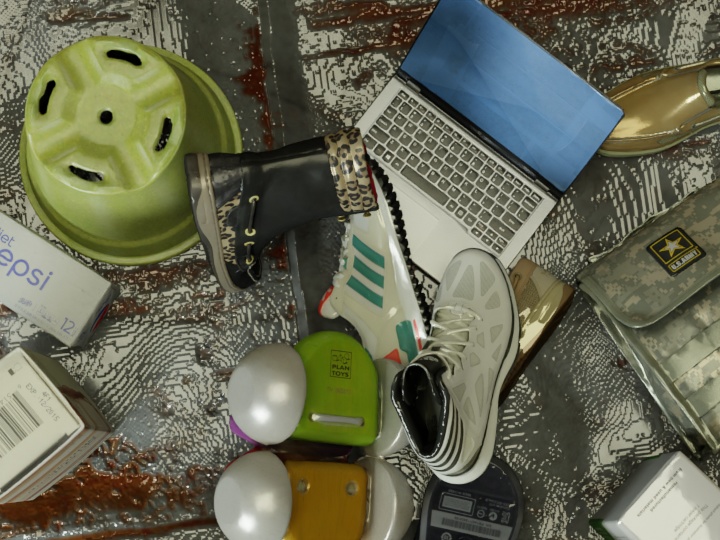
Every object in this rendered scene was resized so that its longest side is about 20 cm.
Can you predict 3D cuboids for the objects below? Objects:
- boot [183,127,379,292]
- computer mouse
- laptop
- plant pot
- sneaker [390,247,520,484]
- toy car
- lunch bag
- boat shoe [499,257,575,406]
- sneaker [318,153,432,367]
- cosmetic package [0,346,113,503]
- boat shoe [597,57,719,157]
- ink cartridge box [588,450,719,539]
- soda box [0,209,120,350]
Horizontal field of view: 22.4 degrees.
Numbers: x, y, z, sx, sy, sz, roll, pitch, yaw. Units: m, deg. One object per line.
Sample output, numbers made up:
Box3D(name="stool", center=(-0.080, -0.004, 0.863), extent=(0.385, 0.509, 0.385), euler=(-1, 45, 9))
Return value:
Box3D(name="boot", center=(-0.060, -0.051, 1.522), extent=(0.150, 0.200, 0.073), euler=(-13, 61, 1))
Box3D(name="computer mouse", center=(0.079, 0.248, 1.570), extent=(0.138, 0.053, 0.200), euler=(18, 96, -1))
Box3D(name="laptop", center=(0.089, -0.105, 1.574), extent=(0.187, 0.116, 0.200), euler=(38, 84, 4))
Box3D(name="plant pot", center=(-0.204, -0.115, 1.537), extent=(0.200, 0.184, 0.201), euler=(0, 83, -1))
Box3D(name="sneaker", center=(0.079, 0.066, 1.490), extent=(0.075, 0.115, 0.201), euler=(0, 73, 21))
Box3D(name="toy car", center=(-0.051, 0.149, 1.533), extent=(0.175, 0.150, 0.201), euler=(9, 86, -35))
Box3D(name="lunch bag", center=(0.301, 0.034, 1.563), extent=(0.164, 0.118, 0.200), euler=(-35, 79, -4))
Box3D(name="boat shoe", center=(0.105, 0.081, 1.581), extent=(0.064, 0.071, 0.200), euler=(36, 79, 12))
Box3D(name="sneaker", center=(0.000, 0.000, 1.576), extent=(0.093, 0.070, 0.200), euler=(-16, 96, 7))
Box3D(name="cosmetic package", center=(-0.276, 0.130, 1.501), extent=(0.103, 0.200, 0.087), euler=(-40, 87, -3))
Box3D(name="boat shoe", center=(0.292, -0.156, 1.602), extent=(0.200, 0.076, 0.072), euler=(-20, 84, -3))
Box3D(name="ink cartridge box", center=(0.299, 0.250, 1.521), extent=(0.200, 0.145, 0.084), euler=(43, 83, 4))
Box3D(name="soda box", center=(-0.311, -0.011, 1.584), extent=(0.200, 0.063, 0.068), euler=(32, 85, 3))
